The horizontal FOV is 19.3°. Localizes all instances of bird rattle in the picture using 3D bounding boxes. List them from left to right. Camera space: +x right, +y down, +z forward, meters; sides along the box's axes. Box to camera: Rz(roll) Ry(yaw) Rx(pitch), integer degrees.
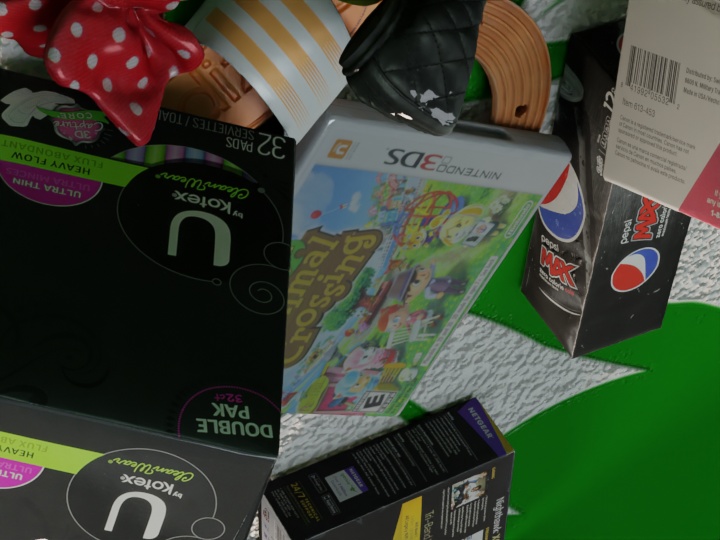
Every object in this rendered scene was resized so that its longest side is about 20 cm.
[{"bbox_3d":[-0.077,-0.162,0.905,0.198,0.113,0.164,-21,131,2],"label":"bird rattle"}]

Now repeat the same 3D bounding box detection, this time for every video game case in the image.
[{"bbox_3d":[0.000,0.000,1.142,0.181,0.022,0.201,5,128,-42],"label":"video game case"}]

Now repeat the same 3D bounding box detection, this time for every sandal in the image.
[{"bbox_3d":[-0.056,-0.082,0.992,0.206,0.059,0.079,-42,124,8],"label":"sandal"}]

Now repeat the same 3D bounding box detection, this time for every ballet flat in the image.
[{"bbox_3d":[0.047,-0.126,0.971,0.066,0.057,0.200,-38,-167,43],"label":"ballet flat"}]

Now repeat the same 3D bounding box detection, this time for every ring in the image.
[{"bbox_3d":[0.011,-0.069,1.109,0.199,0.019,0.201,-22,142,-19],"label":"ring"}]

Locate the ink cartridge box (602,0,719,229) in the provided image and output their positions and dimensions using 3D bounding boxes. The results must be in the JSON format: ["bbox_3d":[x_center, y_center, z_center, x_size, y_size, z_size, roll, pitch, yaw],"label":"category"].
[{"bbox_3d":[0.203,-0.125,1.036,0.084,0.145,0.202,-3,109,-31],"label":"ink cartridge box"}]

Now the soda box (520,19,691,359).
[{"bbox_3d":[0.146,-0.046,1.201,0.070,0.063,0.201,-17,139,-23],"label":"soda box"}]

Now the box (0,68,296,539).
[{"bbox_3d":[-0.114,0.033,0.930,0.147,0.201,0.125,12,133,-10],"label":"box"}]

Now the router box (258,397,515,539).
[{"bbox_3d":[0.014,0.188,1.361,0.156,0.052,0.201,-20,140,-20],"label":"router box"}]
